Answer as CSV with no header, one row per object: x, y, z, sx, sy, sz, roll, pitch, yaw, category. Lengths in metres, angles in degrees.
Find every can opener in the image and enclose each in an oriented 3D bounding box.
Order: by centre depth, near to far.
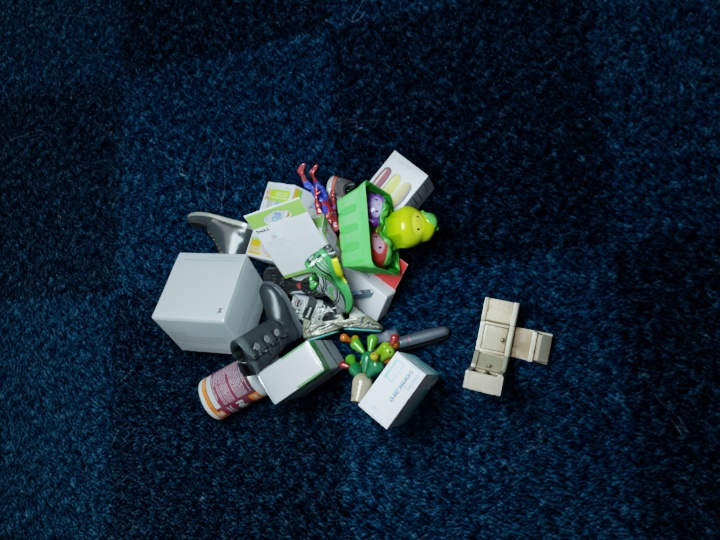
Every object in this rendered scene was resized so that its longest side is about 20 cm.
0.116,0.168,1.478,0.199,0.063,0.079,-14,77,14,can opener

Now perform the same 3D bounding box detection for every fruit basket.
0.064,-0.094,1.388,0.215,0.155,0.216,-6,77,30,fruit basket

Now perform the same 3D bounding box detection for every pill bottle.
-0.294,0.282,1.552,0.200,0.114,0.114,-29,74,10,pill bottle

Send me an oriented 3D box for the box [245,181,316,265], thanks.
-0.196,-0.112,1.577,0.112,0.101,0.201,14,85,43,box

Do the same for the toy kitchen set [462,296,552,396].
0.332,0.170,1.354,0.163,0.180,0.201,11,88,16,toy kitchen set

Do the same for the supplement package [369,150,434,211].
0.072,-0.172,1.522,0.114,0.110,0.200,39,93,17,supplement package

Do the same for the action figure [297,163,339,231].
-0.095,-0.179,1.523,0.052,0.065,0.200,-40,63,35,action figure

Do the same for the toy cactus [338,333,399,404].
0.008,0.218,1.407,0.200,0.102,0.166,-15,53,48,toy cactus

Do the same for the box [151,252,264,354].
-0.368,0.082,1.546,0.198,0.172,0.201,2,57,17,box

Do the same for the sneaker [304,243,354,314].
-0.074,0.029,1.421,0.085,0.200,0.078,-26,39,-5,sneaker

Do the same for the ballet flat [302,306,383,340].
-0.046,0.124,1.502,0.199,0.068,0.076,-8,81,7,ballet flat

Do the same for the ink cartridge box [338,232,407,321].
0.000,0.000,1.499,0.200,0.045,0.177,38,133,18,ink cartridge box

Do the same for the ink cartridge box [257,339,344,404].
-0.132,0.236,1.469,0.146,0.200,0.084,-35,77,9,ink cartridge box

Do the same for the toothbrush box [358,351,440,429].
0.093,0.269,1.397,0.085,0.200,0.147,36,93,18,toothbrush box

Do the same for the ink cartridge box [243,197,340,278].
-0.152,-0.091,1.430,0.147,0.200,0.076,-16,38,18,ink cartridge box

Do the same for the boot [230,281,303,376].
-0.238,0.134,1.456,0.066,0.200,0.165,-32,93,42,boot

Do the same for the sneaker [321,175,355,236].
-0.054,-0.144,1.576,0.082,0.077,0.201,7,84,11,sneaker

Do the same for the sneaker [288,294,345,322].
-0.137,0.098,1.552,0.199,0.089,0.074,13,83,16,sneaker

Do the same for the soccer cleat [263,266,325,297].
-0.148,0.026,1.535,0.199,0.073,0.068,7,102,27,soccer cleat

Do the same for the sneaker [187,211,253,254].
-0.387,-0.090,1.659,0.199,0.075,0.107,12,82,17,sneaker
